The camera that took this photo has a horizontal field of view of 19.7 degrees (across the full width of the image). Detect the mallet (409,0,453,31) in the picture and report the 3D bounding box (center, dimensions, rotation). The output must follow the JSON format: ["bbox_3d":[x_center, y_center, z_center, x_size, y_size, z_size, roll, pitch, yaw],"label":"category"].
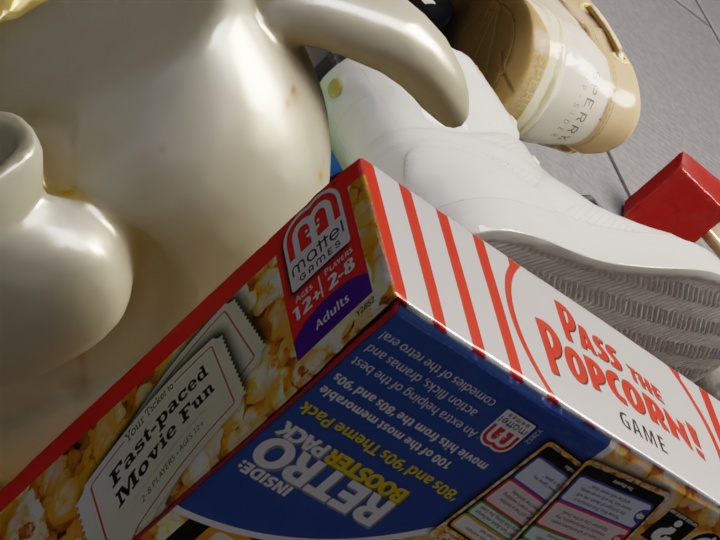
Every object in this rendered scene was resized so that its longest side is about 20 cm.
[{"bbox_3d":[0.016,-0.142,0.924,0.066,0.041,0.200,50,18,-9],"label":"mallet"}]

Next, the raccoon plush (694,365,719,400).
[{"bbox_3d":[0.158,0.123,0.859,0.096,0.202,0.134,-4,22,-6],"label":"raccoon plush"}]

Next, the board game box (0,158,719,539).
[{"bbox_3d":[-0.012,0.085,0.476,0.151,0.200,0.046,33,27,-33],"label":"board game box"}]

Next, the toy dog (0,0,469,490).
[{"bbox_3d":[-0.060,0.018,0.536,0.140,0.193,0.201,-125,-166,-51],"label":"toy dog"}]

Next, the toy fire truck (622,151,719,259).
[{"bbox_3d":[0.234,0.037,1.175,0.200,0.049,0.141,42,24,-14],"label":"toy fire truck"}]

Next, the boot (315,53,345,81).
[{"bbox_3d":[0.013,-0.120,1.002,0.200,0.073,0.181,51,30,16],"label":"boot"}]

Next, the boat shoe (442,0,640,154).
[{"bbox_3d":[0.067,-0.094,0.877,0.069,0.074,0.200,22,19,-18],"label":"boat shoe"}]

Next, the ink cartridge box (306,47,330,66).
[{"bbox_3d":[-0.081,-0.132,0.854,0.199,0.067,0.118,12,43,-55],"label":"ink cartridge box"}]

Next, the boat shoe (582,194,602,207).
[{"bbox_3d":[0.121,0.053,0.933,0.072,0.063,0.201,20,38,-53],"label":"boat shoe"}]

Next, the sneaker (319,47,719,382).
[{"bbox_3d":[0.066,-0.024,0.764,0.199,0.074,0.116,22,33,-48],"label":"sneaker"}]

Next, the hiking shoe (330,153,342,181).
[{"bbox_3d":[0.000,0.000,0.820,0.086,0.075,0.200,18,33,4],"label":"hiking shoe"}]
